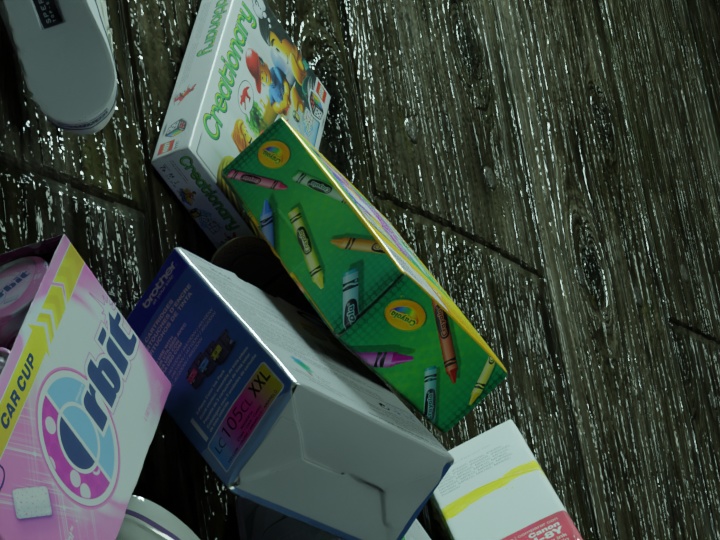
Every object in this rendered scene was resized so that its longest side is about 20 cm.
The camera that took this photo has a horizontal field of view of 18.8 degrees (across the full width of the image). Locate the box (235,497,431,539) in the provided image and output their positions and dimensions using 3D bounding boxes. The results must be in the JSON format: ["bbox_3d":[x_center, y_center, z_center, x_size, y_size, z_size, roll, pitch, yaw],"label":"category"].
[{"bbox_3d":[0.015,0.239,1.331,0.200,0.097,0.177,57,9,-30],"label":"box"}]

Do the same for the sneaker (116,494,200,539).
[{"bbox_3d":[-0.107,0.224,1.165,0.201,0.073,0.114,65,28,-15],"label":"sneaker"}]

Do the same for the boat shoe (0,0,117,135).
[{"bbox_3d":[-0.185,-0.175,1.292,0.070,0.071,0.200,94,-22,-82],"label":"boat shoe"}]

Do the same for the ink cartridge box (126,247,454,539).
[{"bbox_3d":[-0.053,0.067,1.274,0.136,0.076,0.200,29,12,-39],"label":"ink cartridge box"}]

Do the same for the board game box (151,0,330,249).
[{"bbox_3d":[-0.078,-0.098,1.484,0.126,0.035,0.200,54,30,-33],"label":"board game box"}]

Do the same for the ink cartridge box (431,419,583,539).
[{"bbox_3d":[0.124,0.216,1.542,0.145,0.083,0.200,62,0,-23],"label":"ink cartridge box"}]

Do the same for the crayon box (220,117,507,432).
[{"bbox_3d":[0.000,0.000,1.356,0.119,0.058,0.200,43,6,-40],"label":"crayon box"}]

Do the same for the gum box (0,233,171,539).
[{"bbox_3d":[-0.174,0.091,1.115,0.114,0.066,0.200,58,28,-30],"label":"gum box"}]

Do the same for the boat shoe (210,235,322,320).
[{"bbox_3d":[-0.040,0.059,1.438,0.200,0.072,0.076,60,0,-18],"label":"boat shoe"}]
